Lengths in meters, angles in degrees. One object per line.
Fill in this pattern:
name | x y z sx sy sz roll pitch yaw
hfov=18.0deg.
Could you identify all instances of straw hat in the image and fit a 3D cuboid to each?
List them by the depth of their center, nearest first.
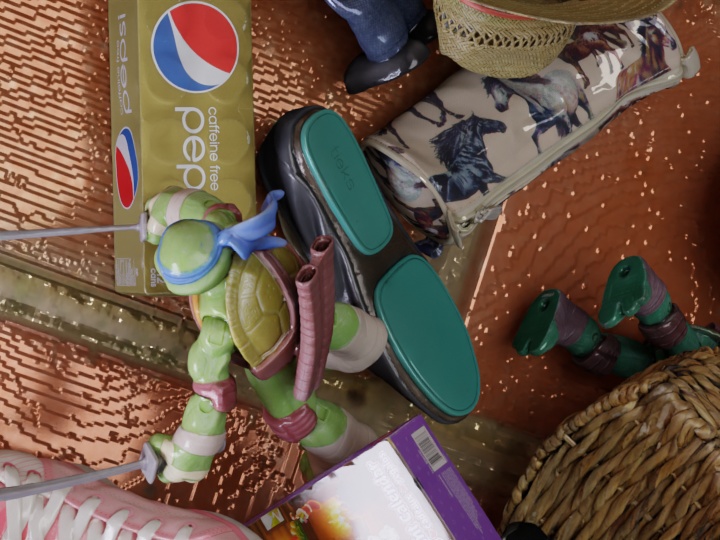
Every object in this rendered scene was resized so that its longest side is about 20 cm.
straw hat | 0.084 -0.154 1.260 0.200 0.201 0.085 0 129 -21

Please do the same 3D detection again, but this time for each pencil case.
pencil case | 0.100 -0.091 1.315 0.200 0.078 0.089 -35 67 -17

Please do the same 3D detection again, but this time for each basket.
basket | 0.182 0.133 1.297 0.143 0.200 0.149 47 39 18

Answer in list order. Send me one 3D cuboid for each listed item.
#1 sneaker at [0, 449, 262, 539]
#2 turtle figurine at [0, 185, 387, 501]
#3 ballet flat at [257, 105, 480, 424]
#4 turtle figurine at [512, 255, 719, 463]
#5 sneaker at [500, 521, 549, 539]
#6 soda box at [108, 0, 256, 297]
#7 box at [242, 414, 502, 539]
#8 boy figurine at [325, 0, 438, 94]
sneaker | -0.137 0.144 1.155 0.105 0.200 0.076 15 93 -48
turtle figurine | -0.082 0.037 1.171 0.200 0.144 0.194 -40 139 11
ballet flat | 0.000 0.000 1.288 0.073 0.073 0.200 -32 101 -18
turtle figurine | 0.192 0.075 1.348 0.150 0.101 0.200 -37 119 25
sneaker | 0.138 0.225 1.232 0.090 0.070 0.201 -20 83 14
soda box | -0.098 -0.086 1.250 0.068 0.064 0.201 -2 92 -22
box | 0.029 0.191 1.157 0.200 0.137 0.039 57 33 2
boy figurine | -0.026 -0.196 1.252 0.200 0.064 0.124 56 34 -21
